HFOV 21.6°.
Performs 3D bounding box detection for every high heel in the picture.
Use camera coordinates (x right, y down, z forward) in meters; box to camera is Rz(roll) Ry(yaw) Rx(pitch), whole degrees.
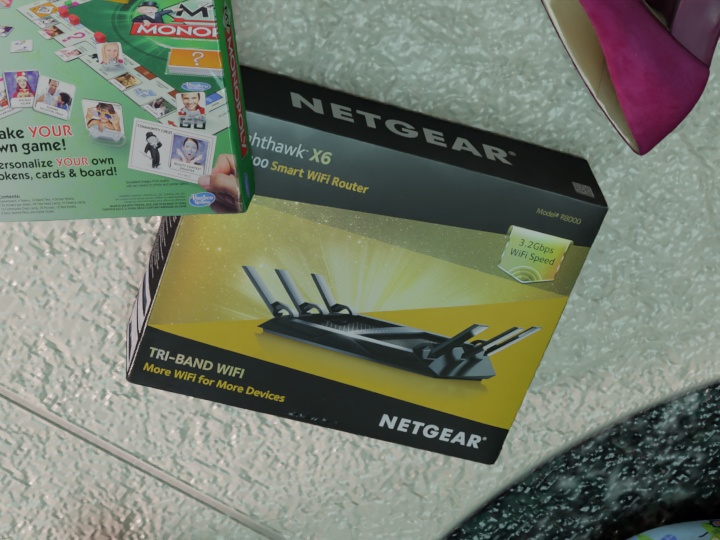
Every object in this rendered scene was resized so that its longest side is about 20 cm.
[{"bbox_3d":[0.080,-0.121,0.850,0.199,0.067,0.097,20,106,-22],"label":"high heel"}]

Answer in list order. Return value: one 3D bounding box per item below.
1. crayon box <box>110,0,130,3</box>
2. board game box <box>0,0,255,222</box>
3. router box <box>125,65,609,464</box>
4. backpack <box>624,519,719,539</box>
[{"bbox_3d":[-0.147,-0.160,0.724,0.126,0.201,0.051,8,120,-11],"label":"crayon box"},{"bbox_3d":[-0.152,-0.088,0.834,0.198,0.029,0.136,-1,115,9],"label":"board game box"},{"bbox_3d":[0.000,0.000,0.924,0.198,0.052,0.158,13,118,-15],"label":"router box"},{"bbox_3d":[0.220,0.226,1.042,0.198,0.135,0.184,-4,121,-1],"label":"backpack"}]
